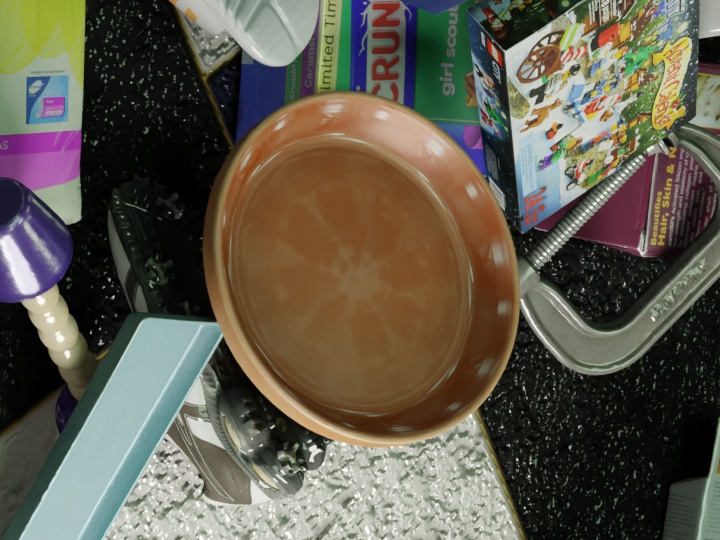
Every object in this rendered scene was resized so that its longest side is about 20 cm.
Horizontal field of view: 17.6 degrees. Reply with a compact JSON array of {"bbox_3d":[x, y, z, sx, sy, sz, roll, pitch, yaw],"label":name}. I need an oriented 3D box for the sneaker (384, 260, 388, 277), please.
[{"bbox_3d":[-0.018,0.047,1.368,0.070,0.108,0.201,36,73,-39],"label":"sneaker"}]

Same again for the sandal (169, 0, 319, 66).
[{"bbox_3d":[-0.103,-0.199,1.292,0.207,0.059,0.079,50,52,-12],"label":"sandal"}]

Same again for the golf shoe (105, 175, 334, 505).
[{"bbox_3d":[-0.103,0.047,1.317,0.078,0.094,0.201,-27,89,-51],"label":"golf shoe"}]

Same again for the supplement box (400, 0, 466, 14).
[{"bbox_3d":[0.038,-0.261,1.275,0.108,0.109,0.201,16,75,-24],"label":"supplement box"}]

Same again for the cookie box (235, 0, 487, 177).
[{"bbox_3d":[0.026,-0.146,1.402,0.199,0.075,0.173,0,97,-43],"label":"cookie box"}]

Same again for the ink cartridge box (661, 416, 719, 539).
[{"bbox_3d":[0.298,0.216,1.736,0.196,0.043,0.202,12,86,-42],"label":"ink cartridge box"}]

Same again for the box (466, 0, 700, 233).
[{"bbox_3d":[0.132,-0.118,1.341,0.136,0.038,0.200,-33,153,-11],"label":"box"}]

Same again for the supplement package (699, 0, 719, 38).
[{"bbox_3d":[0.209,-0.241,1.478,0.200,0.119,0.122,-60,137,-53],"label":"supplement package"}]

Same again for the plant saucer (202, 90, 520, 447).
[{"bbox_3d":[0.000,0.000,1.293,0.199,0.032,0.202,10,71,-29],"label":"plant saucer"}]

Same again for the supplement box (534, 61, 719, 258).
[{"bbox_3d":[0.226,-0.077,1.579,0.199,0.103,0.132,4,97,-43],"label":"supplement box"}]

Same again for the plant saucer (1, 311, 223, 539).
[{"bbox_3d":[-0.144,0.104,1.259,0.070,0.019,0.201,5,122,-53],"label":"plant saucer"}]

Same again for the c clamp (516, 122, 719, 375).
[{"bbox_3d":[0.155,-0.023,1.457,0.200,0.027,0.171,-40,114,-4],"label":"c clamp"}]

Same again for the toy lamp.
[{"bbox_3d":[-0.163,0.023,1.218,0.058,0.058,0.200,-52,153,-24],"label":"toy lamp"}]

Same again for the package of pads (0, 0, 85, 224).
[{"bbox_3d":[-0.217,-0.120,1.185,0.154,0.068,0.202,-6,101,-43],"label":"package of pads"}]
